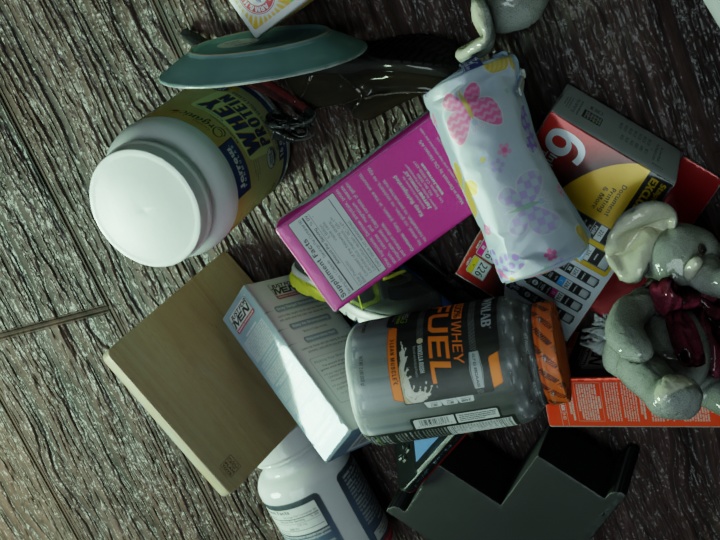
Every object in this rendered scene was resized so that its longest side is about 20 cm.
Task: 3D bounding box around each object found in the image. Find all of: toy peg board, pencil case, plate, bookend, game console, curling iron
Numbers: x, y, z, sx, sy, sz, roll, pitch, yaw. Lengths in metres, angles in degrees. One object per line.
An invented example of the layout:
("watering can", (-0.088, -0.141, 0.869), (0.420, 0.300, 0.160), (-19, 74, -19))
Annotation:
("toy peg board", (-0.169, 0.124, 1.329), (0.200, 0.199, 0.098), (49, 141, -4))
("pencil case", (0.130, -0.091, 1.050), (0.090, 0.083, 0.201), (-23, 94, -10))
("plate", (-0.093, -0.206, 1.110), (0.199, 0.200, 0.026), (0, 113, 23))
("bookend", (0.165, 0.232, 1.299), (0.199, 0.092, 0.199), (31, 123, 6))
("game console", (0.049, 0.107, 1.271), (0.118, 0.173, 0.200), (21, 128, -21))
("curling iron", (-0.118, -0.193, 1.193), (0.200, 0.049, 0.026), (43, 147, 26))

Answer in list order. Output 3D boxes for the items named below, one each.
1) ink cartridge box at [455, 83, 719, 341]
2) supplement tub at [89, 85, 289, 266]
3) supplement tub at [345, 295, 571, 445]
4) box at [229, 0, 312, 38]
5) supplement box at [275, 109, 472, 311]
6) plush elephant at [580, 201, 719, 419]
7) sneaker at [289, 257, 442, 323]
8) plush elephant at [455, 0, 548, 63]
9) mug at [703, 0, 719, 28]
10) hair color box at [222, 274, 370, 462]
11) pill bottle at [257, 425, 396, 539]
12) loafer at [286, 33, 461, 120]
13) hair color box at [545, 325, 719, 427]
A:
("ink cartridge box", (0.218, -0.043, 1.134), (0.175, 0.084, 0.201), (31, 123, 5))
("supplement tub", (-0.170, -0.102, 1.197), (0.143, 0.200, 0.145), (10, 120, 17))
("supplement tub", (0.095, 0.093, 1.127), (0.198, 0.123, 0.123), (-12, 112, 15))
("box", (-0.098, -0.338, 1.100), (0.112, 0.101, 0.201), (-30, 102, 32))
("supplement box", (0.025, -0.064, 1.142), (0.199, 0.101, 0.104), (-34, 98, 4))
("plush elephant", (0.287, 0.031, 1.039), (0.164, 0.200, 0.156), (13, 103, -31))
("sneaker", (0.000, 0.000, 1.232), (0.199, 0.074, 0.085), (17, 114, 36))
("plush elephant", (0.117, -0.277, 1.027), (0.201, 0.164, 0.155), (55, 170, 26))
("mug", (0.368, -0.225, 0.943), (0.186, 0.150, 0.154), (-13, 119, 35))
("hair color box", (-0.048, 0.098, 1.271), (0.200, 0.099, 0.061), (52, 129, 21))
("pill bottle", (-0.051, 0.262, 1.391), (0.119, 0.120, 0.201), (-18, 108, 30))
("loafer", (0.017, -0.185, 1.158), (0.199, 0.073, 0.072), (6, 123, 31))
("hair color box", (0.289, 0.105, 1.173), (0.198, 0.102, 0.062), (-3, 115, 23))
